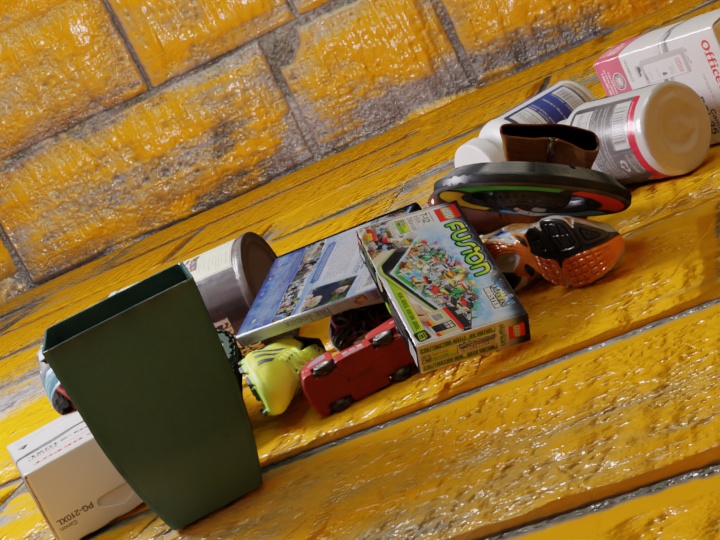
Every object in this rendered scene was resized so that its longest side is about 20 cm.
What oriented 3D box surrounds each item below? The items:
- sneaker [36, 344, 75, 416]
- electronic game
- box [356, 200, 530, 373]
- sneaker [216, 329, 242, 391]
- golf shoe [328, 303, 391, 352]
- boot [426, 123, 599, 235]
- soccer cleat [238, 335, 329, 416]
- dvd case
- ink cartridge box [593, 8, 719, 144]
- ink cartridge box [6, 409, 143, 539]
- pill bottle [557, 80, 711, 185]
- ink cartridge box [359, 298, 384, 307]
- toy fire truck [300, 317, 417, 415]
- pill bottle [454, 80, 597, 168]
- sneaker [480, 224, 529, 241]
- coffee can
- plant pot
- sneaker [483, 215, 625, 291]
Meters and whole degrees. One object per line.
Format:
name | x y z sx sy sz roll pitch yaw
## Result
sneaker | -0.292 0.123 1.651 0.079 0.096 0.200 -40 -30 5
electronic game | 0.174 -0.076 1.476 0.200 0.042 0.200 5 -6 0
box | 0.076 0.011 1.395 0.110 0.035 0.200 -17 38 -8
sneaker | -0.147 0.142 1.500 0.060 0.104 0.200 1 48 -1
golf shoe | 0.036 0.033 1.638 0.200 0.073 0.092 -46 -23 -31
boot | 0.161 -0.099 1.582 0.188 0.069 0.200 11 -19 11
soccer cleat | -0.073 0.099 1.497 0.084 0.065 0.200 -23 4 4
dvd case | -0.033 0.004 1.543 0.200 0.018 0.143 -21 29 33
ink cartridge box | 0.405 -0.229 1.784 0.083 0.147 0.200 -34 13 -33
ink cartridge box | -0.270 0.193 1.482 0.145 0.084 0.200 -29 10 -15
pill bottle | 0.314 -0.157 1.748 0.111 0.111 0.200 -31 12 -29
ink cartridge box | 0.000 0.000 1.568 0.200 0.037 0.095 -10 35 41
toy fire truck | 0.030 0.071 1.469 0.200 0.049 0.141 -27 10 -2
pill bottle | 0.234 -0.172 2.004 0.200 0.116 0.116 -30 11 -25
sneaker | 0.175 -0.081 1.784 0.146 0.081 0.200 -25 15 -21
coffee can | -0.196 0.056 1.815 0.200 0.146 0.146 -23 11 17
plant pot | -0.173 0.117 1.301 0.141 0.200 0.141 -27 10 -7
sneaker | 0.208 -0.029 1.485 0.092 0.076 0.200 -26 10 -30
